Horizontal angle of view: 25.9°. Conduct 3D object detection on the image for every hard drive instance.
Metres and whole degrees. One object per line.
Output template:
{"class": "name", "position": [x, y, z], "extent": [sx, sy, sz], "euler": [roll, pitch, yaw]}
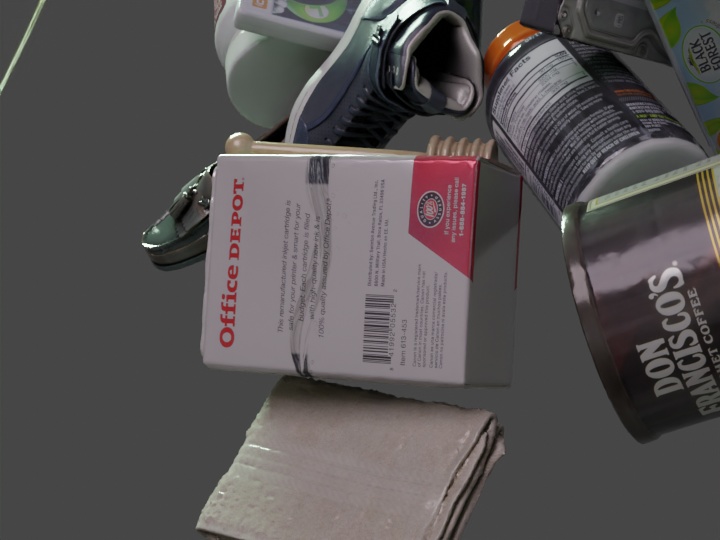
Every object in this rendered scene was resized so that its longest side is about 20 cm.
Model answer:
{"class": "hard drive", "position": [0.198, -0.210, 1.041], "extent": [0.038, 0.198, 0.142], "euler": [25, 103, 45]}

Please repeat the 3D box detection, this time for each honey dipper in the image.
{"class": "honey dipper", "position": [-0.002, -0.083, 1.111], "extent": [0.197, 0.038, 0.038], "euler": [6, 54, 14]}

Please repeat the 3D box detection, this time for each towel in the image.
{"class": "towel", "position": [-0.007, 0.138, 1.027], "extent": [0.198, 0.035, 0.133], "euler": [8, 57, 40]}

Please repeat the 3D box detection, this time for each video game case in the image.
{"class": "video game case", "position": [0.004, -0.240, 1.272], "extent": [0.197, 0.023, 0.184], "euler": [13, 50, -9]}

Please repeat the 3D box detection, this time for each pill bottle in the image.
{"class": "pill bottle", "position": [0.151, -0.097, 1.073], "extent": [0.106, 0.107, 0.201], "euler": [-33, 41, 4]}
{"class": "pill bottle", "position": [-0.068, -0.221, 1.329], "extent": [0.113, 0.114, 0.202], "euler": [-22, 44, 16]}

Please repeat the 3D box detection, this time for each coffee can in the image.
{"class": "coffee can", "position": [0.233, 0.000, 0.899], "extent": [0.198, 0.147, 0.148], "euler": [-20, 44, 18]}

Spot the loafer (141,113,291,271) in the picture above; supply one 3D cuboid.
{"class": "loafer", "position": [-0.098, -0.075, 1.257], "extent": [0.199, 0.063, 0.072], "euler": [-31, 42, 7]}

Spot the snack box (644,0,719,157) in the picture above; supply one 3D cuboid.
{"class": "snack box", "position": [0.257, -0.177, 0.999], "extent": [0.141, 0.200, 0.053], "euler": [-26, 43, 12]}

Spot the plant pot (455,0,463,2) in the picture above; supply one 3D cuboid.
{"class": "plant pot", "position": [0.109, -0.317, 1.229], "extent": [0.159, 0.203, 0.200], "euler": [-14, 31, -31]}

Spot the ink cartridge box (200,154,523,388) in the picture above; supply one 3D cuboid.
{"class": "ink cartridge box", "position": [0.000, 0.000, 1.047], "extent": [0.198, 0.084, 0.147], "euler": [2, 87, 28]}

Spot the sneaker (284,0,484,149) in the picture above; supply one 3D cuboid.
{"class": "sneaker", "position": [0.015, -0.115, 1.148], "extent": [0.204, 0.076, 0.146], "euler": [-63, 28, 15]}
